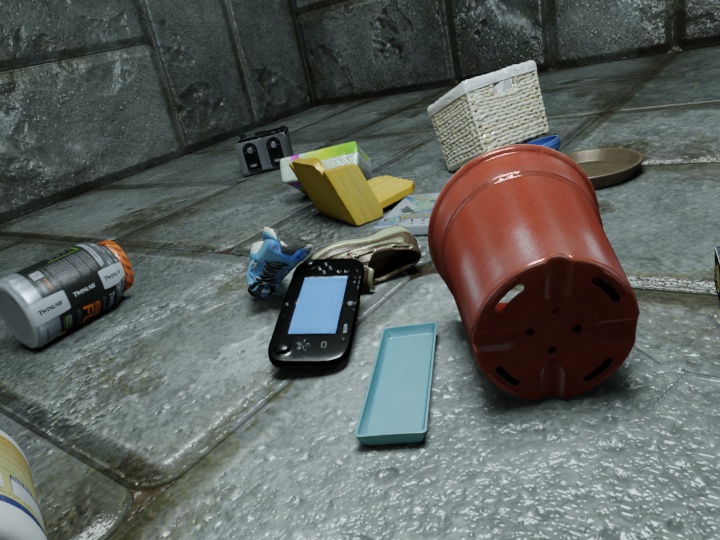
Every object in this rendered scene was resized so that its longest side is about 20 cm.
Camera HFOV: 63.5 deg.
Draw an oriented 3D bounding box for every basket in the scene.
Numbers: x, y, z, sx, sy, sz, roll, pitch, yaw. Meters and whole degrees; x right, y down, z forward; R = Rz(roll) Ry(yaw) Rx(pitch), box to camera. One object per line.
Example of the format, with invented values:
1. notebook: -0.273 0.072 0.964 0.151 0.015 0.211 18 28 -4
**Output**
1. basket: 0.287 -0.342 1.307 0.193 0.165 0.199 -20 3 -18

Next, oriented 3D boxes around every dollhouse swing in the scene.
1. dollhouse swing: -0.013 -0.204 1.233 0.175 0.184 0.199 -41 28 -13

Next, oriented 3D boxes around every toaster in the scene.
1. toaster: -0.321 -0.407 1.960 0.175 0.122 0.201 -13 22 0

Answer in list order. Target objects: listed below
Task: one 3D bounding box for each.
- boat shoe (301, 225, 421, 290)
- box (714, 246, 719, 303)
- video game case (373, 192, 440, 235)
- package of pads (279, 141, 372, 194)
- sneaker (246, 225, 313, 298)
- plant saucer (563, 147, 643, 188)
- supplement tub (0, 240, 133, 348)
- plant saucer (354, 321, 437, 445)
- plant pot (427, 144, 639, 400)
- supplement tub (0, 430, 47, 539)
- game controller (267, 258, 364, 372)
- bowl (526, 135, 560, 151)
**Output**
1. boat shoe: -0.001 -0.005 0.859 0.198 0.076 0.075 -25 40 -10
2. box: 0.427 0.032 0.538 0.154 0.047 0.200 -3 24 26
3. video game case: 0.145 -0.110 1.089 0.195 0.023 0.182 -2 25 29
4. package of pads: -0.078 -0.244 1.416 0.194 0.071 0.154 -9 -6 15
5. sneaker: -0.127 -0.001 0.867 0.076 0.093 0.200 19 -18 -15
6. plant saucer: 0.431 -0.192 1.107 0.194 0.030 0.201 -13 21 5
7. supplement tub: -0.498 0.032 0.997 0.120 0.126 0.199 3 27 36
8. plant saucer: 0.044 0.113 0.615 0.068 0.019 0.201 -8 23 14
9. plant pot: 0.172 0.006 0.584 0.194 0.206 0.197 -10 29 8
10. supplement tub: -0.324 0.203 0.445 0.142 0.148 0.198 -25 24 -29
11. game controller: -0.052 0.049 0.748 0.101 0.043 0.203 -10 36 15
12. bowl: 0.309 -0.219 1.181 0.195 0.040 0.201 -21 11 4
